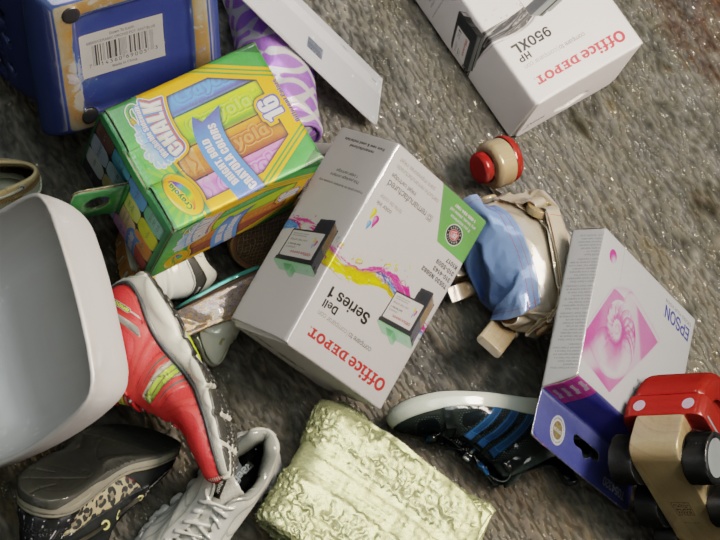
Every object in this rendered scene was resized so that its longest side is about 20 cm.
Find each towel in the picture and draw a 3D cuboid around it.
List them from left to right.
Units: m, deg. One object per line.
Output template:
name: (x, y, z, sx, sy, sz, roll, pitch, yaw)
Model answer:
towel: (0.015, 0.220, 1.592, 0.199, 0.036, 0.149, 35, 61, -10)

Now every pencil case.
pencil case: (-0.090, -0.208, 1.705, 0.085, 0.084, 0.201, -15, 71, 13)

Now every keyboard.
keyboard: (-0.043, -0.214, 1.692, 0.200, 0.011, 0.057, 40, 48, -36)

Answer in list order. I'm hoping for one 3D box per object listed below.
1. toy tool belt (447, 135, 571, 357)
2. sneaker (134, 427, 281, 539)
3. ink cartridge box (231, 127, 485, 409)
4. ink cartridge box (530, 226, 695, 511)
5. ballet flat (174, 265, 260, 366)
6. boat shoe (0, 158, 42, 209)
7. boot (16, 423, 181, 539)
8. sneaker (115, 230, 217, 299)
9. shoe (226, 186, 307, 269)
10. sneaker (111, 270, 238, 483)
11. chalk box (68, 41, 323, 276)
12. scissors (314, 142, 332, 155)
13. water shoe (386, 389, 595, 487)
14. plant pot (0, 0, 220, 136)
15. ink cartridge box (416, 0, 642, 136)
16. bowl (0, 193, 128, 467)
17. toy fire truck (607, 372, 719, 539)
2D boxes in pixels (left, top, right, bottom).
toy tool belt: (0.126, -0.024, 1.673, 0.122, 0.125, 0.201, -18, 75, -28)
sneaker: (-0.135, 0.212, 1.541, 0.075, 0.081, 0.200, 36, 67, -2)
ink cartridge box: (0.000, 0.000, 1.589, 0.145, 0.084, 0.201, 38, 78, -42)
ink cartridge box: (0.234, 0.093, 1.637, 0.196, 0.043, 0.201, 39, 57, -46)
ballet flat: (-0.160, 0.064, 1.600, 0.199, 0.068, 0.068, -25, 83, -11)
boat shoe: (-0.379, -0.071, 1.580, 0.199, 0.076, 0.072, -14, 75, -18)
boot: (-0.228, 0.221, 1.513, 0.073, 0.203, 0.155, 17, 107, 21)
sneaker: (-0.183, -0.065, 1.643, 0.087, 0.076, 0.201, -1, 73, -32)
shoe: (-0.032, -0.045, 1.682, 0.199, 0.053, 0.070, -15, 107, -15)
sneaker: (-0.168, 0.100, 1.525, 0.085, 0.077, 0.201, -30, 70, 0)
chalk box: (-0.156, -0.084, 1.542, 0.199, 0.125, 0.124, -29, 82, -23)
scissors: (-0.079, -0.116, 1.640, 0.014, 0.199, 0.074, -50, 125, -63)
water shoe: (0.122, 0.155, 1.633, 0.199, 0.072, 0.079, 4, 72, -13)
plant pot: (-0.230, -0.245, 1.587, 0.199, 0.201, 0.180, -19, 50, -18)
ink cartridge box: (0.160, -0.256, 1.785, 0.144, 0.084, 0.201, -31, 81, -22)
bowl: (-0.273, 0.054, 1.517, 0.074, 0.199, 0.201, 3, 65, -49)
toy fire truck: (0.330, 0.142, 1.641, 0.176, 0.128, 0.201, 55, 43, -36)
